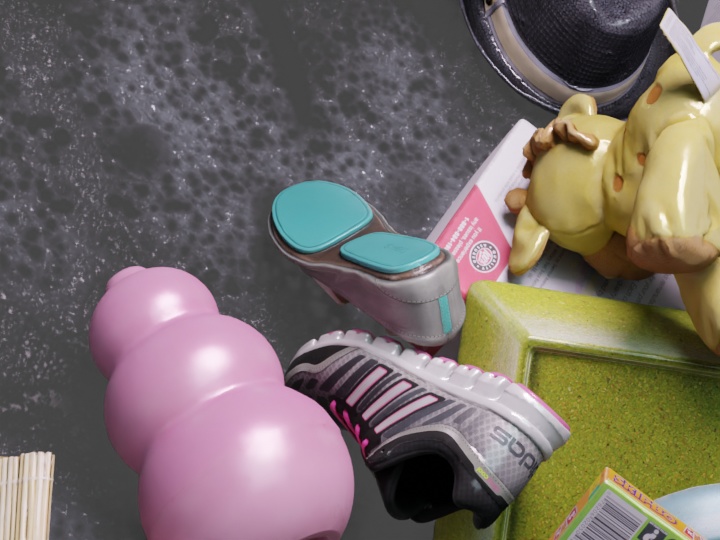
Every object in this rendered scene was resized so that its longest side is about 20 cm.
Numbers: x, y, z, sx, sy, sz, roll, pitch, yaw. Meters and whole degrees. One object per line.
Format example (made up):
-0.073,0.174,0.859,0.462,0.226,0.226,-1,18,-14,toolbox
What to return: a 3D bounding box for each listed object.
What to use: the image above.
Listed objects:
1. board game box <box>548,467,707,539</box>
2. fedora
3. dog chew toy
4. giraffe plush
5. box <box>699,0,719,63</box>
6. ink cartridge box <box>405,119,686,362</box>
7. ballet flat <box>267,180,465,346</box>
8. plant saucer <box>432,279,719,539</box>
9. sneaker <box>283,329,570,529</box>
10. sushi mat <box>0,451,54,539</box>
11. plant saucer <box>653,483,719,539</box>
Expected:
0.118,0.216,1.128,0.095,0.201,0.030,35,16,-1,board game box
0.164,-0.207,1.411,0.199,0.092,0.202,11,60,-19,fedora
-0.089,0.083,1.134,0.124,0.125,0.201,-20,65,-31,dog chew toy
0.169,-0.046,1.195,0.172,0.161,0.201,-35,103,-42,giraffe plush
0.305,-0.131,1.431,0.124,0.098,0.201,27,56,-8,box
0.133,0.026,1.278,0.200,0.086,0.148,39,55,-2,ink cartridge box
0.000,0.000,1.209,0.067,0.200,0.064,-25,115,-18,ballet flat
0.150,0.118,1.182,0.197,0.048,0.202,8,88,-4,plant saucer
0.021,0.095,1.147,0.088,0.199,0.074,-57,136,-23,sneaker
-0.210,0.191,1.051,0.095,0.012,0.202,-11,61,17,sushi mat
0.211,0.219,1.155,0.199,0.201,0.027,26,17,-9,plant saucer
